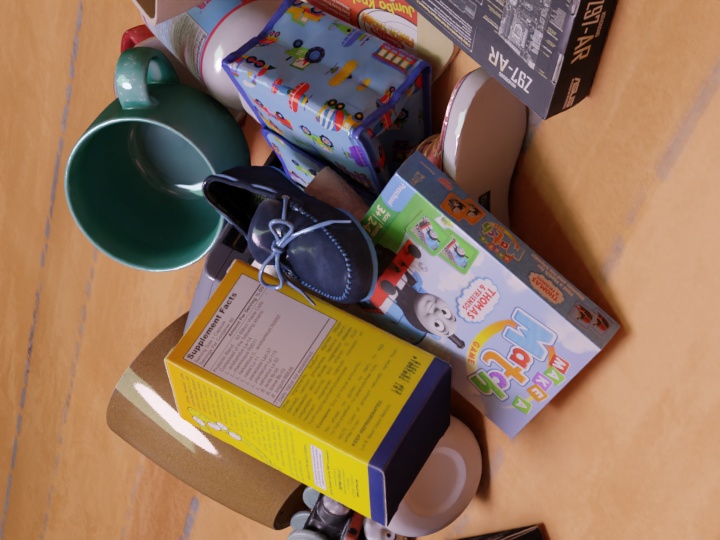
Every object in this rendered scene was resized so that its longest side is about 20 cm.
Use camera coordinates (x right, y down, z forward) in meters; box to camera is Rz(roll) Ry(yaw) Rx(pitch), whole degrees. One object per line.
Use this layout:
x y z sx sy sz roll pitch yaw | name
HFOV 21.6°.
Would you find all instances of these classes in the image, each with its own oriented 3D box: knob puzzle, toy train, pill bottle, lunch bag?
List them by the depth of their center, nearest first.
0.009 -0.223 1.517 0.220 0.030 0.220 32 142 29 | knob puzzle
-0.012 -0.107 1.569 0.151 0.094 0.200 30 155 30 | lunch bag
0.012 0.151 1.680 0.200 0.112 0.112 28 131 54 | pill bottle
-0.109 -0.210 1.681 0.200 0.109 0.109 46 144 40 | pill bottle
-0.023 0.287 1.851 0.114 0.085 0.200 21 137 -2 | toy train

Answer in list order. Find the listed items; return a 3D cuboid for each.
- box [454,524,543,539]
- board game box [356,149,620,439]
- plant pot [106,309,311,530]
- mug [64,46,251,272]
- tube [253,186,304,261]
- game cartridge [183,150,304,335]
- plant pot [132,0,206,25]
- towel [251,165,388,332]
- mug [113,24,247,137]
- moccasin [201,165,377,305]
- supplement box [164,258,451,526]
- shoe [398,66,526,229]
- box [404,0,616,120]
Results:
0.096 0.339 1.628 0.197 0.124 0.200 -26 84 62 | box
0.081 0.022 1.443 0.200 0.037 0.151 40 141 3 | board game box
-0.122 0.160 1.898 0.200 0.186 0.186 43 145 21 | plant pot
-0.168 -0.103 1.682 0.152 0.114 0.185 30 122 -1 | mug
0.000 0.000 1.601 0.200 0.058 0.052 29 141 29 | tube
-0.101 -0.026 1.709 0.040 0.200 0.133 24 142 6 | game cartridge
-0.131 -0.353 1.549 0.200 0.177 0.200 52 149 34 | plant pot
-0.028 0.020 1.566 0.133 0.034 0.200 41 128 4 | towel
-0.179 -0.136 1.874 0.200 0.133 0.178 103 170 -53 | mug
-0.061 -0.023 1.470 0.200 0.068 0.080 32 117 51 | moccasin
-0.039 0.097 1.501 0.200 0.109 0.110 26 154 16 | supplement box
0.070 -0.086 1.457 0.091 0.071 0.200 41 146 37 | shoe
0.093 -0.226 1.320 0.200 0.044 0.160 44 144 28 | box
